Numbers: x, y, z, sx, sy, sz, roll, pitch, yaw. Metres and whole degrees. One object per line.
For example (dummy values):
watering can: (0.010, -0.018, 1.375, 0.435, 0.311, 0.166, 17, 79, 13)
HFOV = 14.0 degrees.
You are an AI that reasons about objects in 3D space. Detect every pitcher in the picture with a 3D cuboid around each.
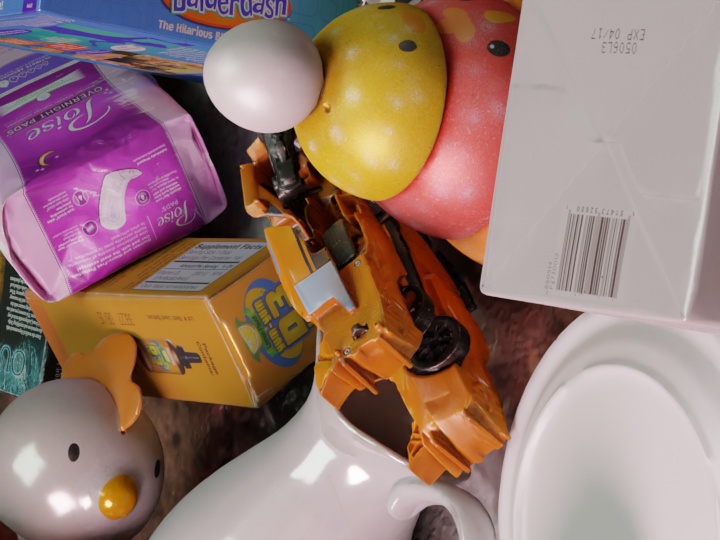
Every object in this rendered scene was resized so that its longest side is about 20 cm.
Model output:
pitcher: (-0.022, 0.148, 1.388, 0.200, 0.121, 0.172, -55, 38, 19)

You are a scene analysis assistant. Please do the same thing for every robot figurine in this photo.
robot figurine: (0.000, 0.000, 1.348, 0.058, 0.145, 0.200, -38, 38, 12)

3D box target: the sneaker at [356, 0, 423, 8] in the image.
sneaker: (0.044, -0.136, 1.392, 0.200, 0.088, 0.074, 101, -178, -49)

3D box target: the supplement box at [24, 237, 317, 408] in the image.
supplement box: (-0.097, 0.025, 1.555, 0.200, 0.069, 0.067, 4, 124, 57)

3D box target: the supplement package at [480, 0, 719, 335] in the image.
supplement package: (0.164, -0.032, 1.068, 0.121, 0.200, 0.120, 8, 89, 56)

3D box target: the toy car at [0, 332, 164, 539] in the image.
toy car: (-0.146, 0.132, 1.518, 0.177, 0.184, 0.200, 25, 101, 55)

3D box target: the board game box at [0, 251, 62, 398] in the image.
board game box: (-0.221, 0.003, 1.795, 0.200, 0.028, 0.136, 14, 95, 56)

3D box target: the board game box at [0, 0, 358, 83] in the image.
board game box: (-0.109, -0.131, 1.500, 0.152, 0.200, 0.045, 2, 84, 56)

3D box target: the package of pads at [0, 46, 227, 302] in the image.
package of pads: (-0.165, -0.069, 1.621, 0.200, 0.120, 0.076, 47, 162, 57)

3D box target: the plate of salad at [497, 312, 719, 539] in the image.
plate of salad: (0.123, 0.110, 1.235, 0.200, 0.048, 0.201, -3, 86, 57)

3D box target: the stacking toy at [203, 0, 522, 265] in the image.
stacking toy: (0.021, -0.071, 1.290, 0.146, 0.200, 0.146, -15, 71, 54)
